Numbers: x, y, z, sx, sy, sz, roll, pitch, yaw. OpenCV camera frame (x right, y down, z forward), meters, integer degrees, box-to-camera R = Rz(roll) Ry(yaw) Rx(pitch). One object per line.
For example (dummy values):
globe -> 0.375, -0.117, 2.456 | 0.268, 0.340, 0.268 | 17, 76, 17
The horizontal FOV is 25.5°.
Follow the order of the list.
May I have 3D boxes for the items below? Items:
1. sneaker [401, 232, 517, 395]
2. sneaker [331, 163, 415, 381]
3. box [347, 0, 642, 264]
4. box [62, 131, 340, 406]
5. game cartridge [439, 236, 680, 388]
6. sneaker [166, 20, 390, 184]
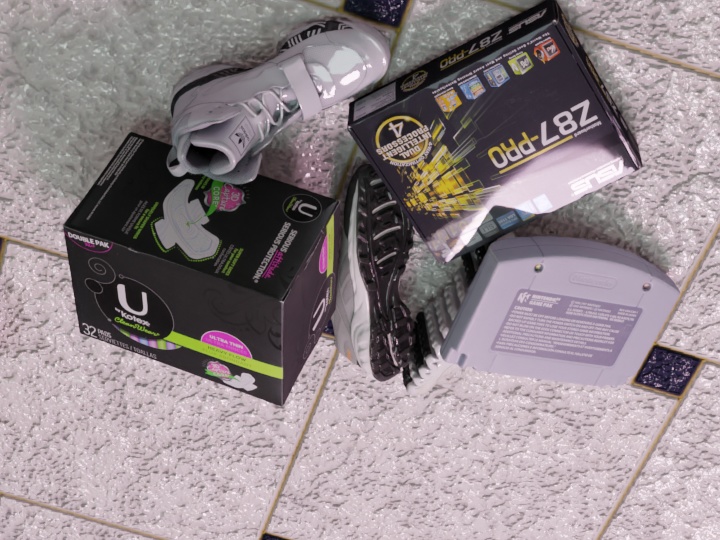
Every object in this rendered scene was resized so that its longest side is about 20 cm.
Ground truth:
sneaker -> 0.103, 0.047, 1.448 | 0.081, 0.075, 0.200 | 19, 127, -21
sneaker -> 0.000, 0.000, 1.420 | 0.079, 0.074, 0.201 | 23, 123, 40
box -> 0.112, -0.113, 1.336 | 0.199, 0.049, 0.162 | -25, 122, 18
box -> -0.130, -0.001, 1.352 | 0.199, 0.125, 0.149 | 19, 141, 13
game cartridge -> 0.179, 0.036, 1.405 | 0.199, 0.041, 0.134 | 9, 124, -28
sneaker -> -0.070, -0.132, 1.300 | 0.199, 0.115, 0.075 | -16, 124, 16
